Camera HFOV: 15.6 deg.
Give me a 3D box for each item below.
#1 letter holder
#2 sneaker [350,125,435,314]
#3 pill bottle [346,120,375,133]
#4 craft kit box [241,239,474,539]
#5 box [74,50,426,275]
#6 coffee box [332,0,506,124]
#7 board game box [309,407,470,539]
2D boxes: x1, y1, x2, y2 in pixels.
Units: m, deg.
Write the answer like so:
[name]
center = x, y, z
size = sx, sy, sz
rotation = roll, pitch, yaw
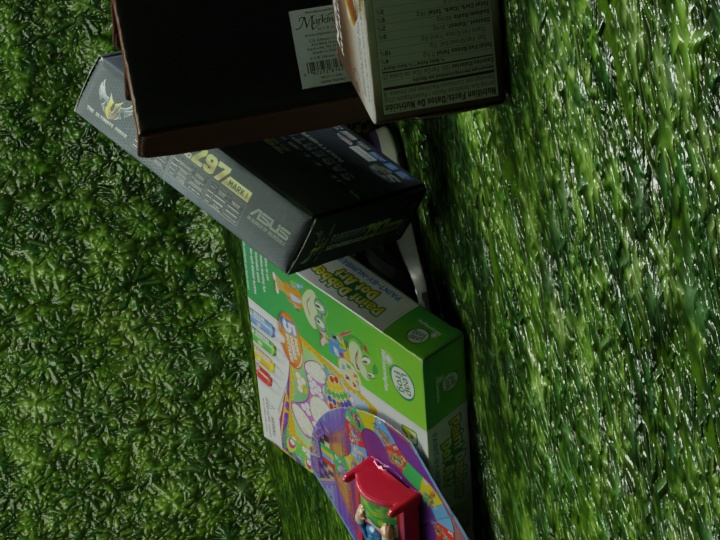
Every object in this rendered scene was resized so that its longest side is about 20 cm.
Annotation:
[letter holder]
center = -0.056, -0.136, 1.697
size = 0.142, 0.198, 0.101
rotation = 116, 143, -79
[sneaker]
center = 0.000, 0.000, 1.904
size = 0.076, 0.087, 0.201
rotation = 105, 153, -74
[pill bottle]
center = -0.043, -0.144, 1.946
size = 0.200, 0.112, 0.113
rotation = 91, 167, -58
[craft kit box]
center = -0.001, 0.084, 1.869
size = 0.197, 0.048, 0.201
rotation = 31, 141, 36
[box]
center = -0.073, -0.083, 1.787
size = 0.200, 0.157, 0.051
rotation = 37, 116, 20
[coffee box]
center = 0.024, -0.198, 1.454
size = 0.115, 0.079, 0.201
rotation = -113, 14, -61
[board game box]
center = 0.018, 0.193, 1.856
size = 0.201, 0.039, 0.158
rotation = 59, 151, -3
